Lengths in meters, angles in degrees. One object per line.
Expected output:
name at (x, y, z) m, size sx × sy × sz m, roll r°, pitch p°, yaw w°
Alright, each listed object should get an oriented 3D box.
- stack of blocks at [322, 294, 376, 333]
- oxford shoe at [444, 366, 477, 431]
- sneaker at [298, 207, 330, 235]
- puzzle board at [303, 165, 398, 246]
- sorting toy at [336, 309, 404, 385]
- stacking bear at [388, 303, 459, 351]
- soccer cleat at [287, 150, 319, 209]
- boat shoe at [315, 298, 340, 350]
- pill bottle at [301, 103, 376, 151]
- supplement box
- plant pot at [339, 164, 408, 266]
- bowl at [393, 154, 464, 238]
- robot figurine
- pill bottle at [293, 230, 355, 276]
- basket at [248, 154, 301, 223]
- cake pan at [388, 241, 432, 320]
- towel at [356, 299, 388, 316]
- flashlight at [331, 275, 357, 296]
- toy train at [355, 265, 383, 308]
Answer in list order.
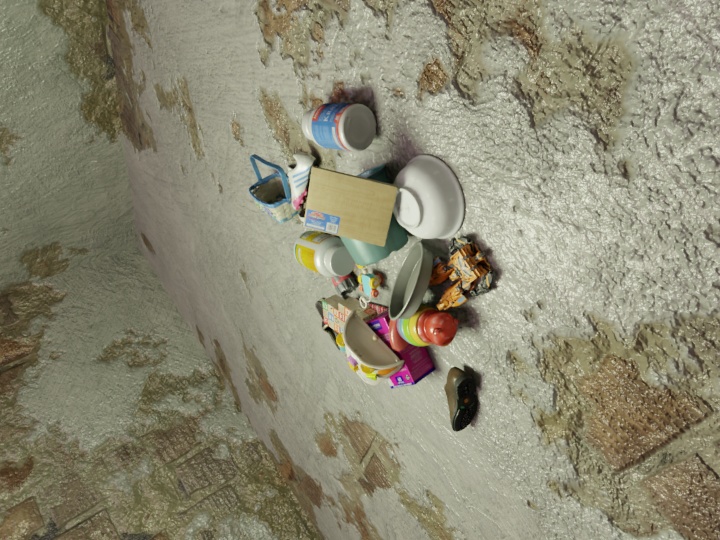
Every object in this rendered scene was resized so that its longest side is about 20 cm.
stack of blocks at (-0.036, 0.144, 1.719) m, size 0.199 × 0.058 × 0.116 m, roll 29°, pitch 130°, yaw 43°
oxford shoe at (0.258, 0.334, 1.459) m, size 0.084 × 0.072 × 0.202 m, roll -133°, pitch 35°, yaw -54°
sneaker at (-0.122, -0.143, 1.681) m, size 0.200 × 0.073 × 0.085 m, roll 29°, pitch 154°, yaw 57°
puzzle board at (-0.025, -0.146, 1.276) m, size 0.198 × 0.017 × 0.152 m, roll 14°, pitch 120°, yaw 3°
sorting toy at (0.007, 0.242, 1.533) m, size 0.200 × 0.107 × 0.181 m, roll 45°, pitch 154°, yaw 21°
stacking bear at (0.164, 0.141, 1.382) m, size 0.200 × 0.121 × 0.115 m, roll -5°, pitch 101°, yaw 64°
soccer cleat at (-0.184, -0.272, 1.669) m, size 0.086 × 0.070 × 0.201 m, roll 29°, pitch 134°, yaw 2°
boat shoe at (-0.100, 0.182, 1.879) m, size 0.200 × 0.064 × 0.072 m, roll 52°, pitch 148°, yaw 21°
pill bottle at (-0.062, -0.361, 1.396) m, size 0.199 × 0.112 × 0.113 m, roll 20°, pitch 127°, yaw 48°
supplement box at (0.106, 0.211, 1.543) m, size 0.101 × 0.103 × 0.201 m, roll -24°, pitch 90°, yaw 48°
plant pot at (0.014, -0.130, 1.386) m, size 0.200 × 0.200 × 0.197 m, roll -4°, pitch 116°, yaw 57°
bowl at (0.134, -0.154, 1.269) m, size 0.201 × 0.090 × 0.203 m, roll 34°, pitch 137°, yaw 40°
robot figurine at (0.223, 0.011, 1.279) m, size 0.146 × 0.058 × 0.200 m, roll 57°, pitch 149°, yaw 12°
pill bottle at (-0.100, -0.045, 1.585) m, size 0.199 × 0.112 × 0.114 m, roll 19°, pitch 127°, yaw 54°
basket at (-0.270, -0.258, 1.757) m, size 0.176 × 0.139 × 0.201 m, roll 32°, pitch 145°, yaw 41°
cake pan at (0.123, 0.030, 1.355) m, size 0.036 × 0.202 × 0.201 m, roll 19°, pitch 146°, yaw -10°
towel at (0.046, 0.165, 1.692) m, size 0.199 × 0.022 × 0.146 m, roll 11°, pitch 118°, yaw 51°
flashlight at (-0.083, -0.019, 1.721) m, size 0.201 × 0.068 × 0.068 m, roll 60°, pitch 158°, yaw 17°
toy train at (0.000, 0.000, 1.618) m, size 0.201 × 0.055 × 0.150 m, roll 61°, pitch 150°, yaw 13°
